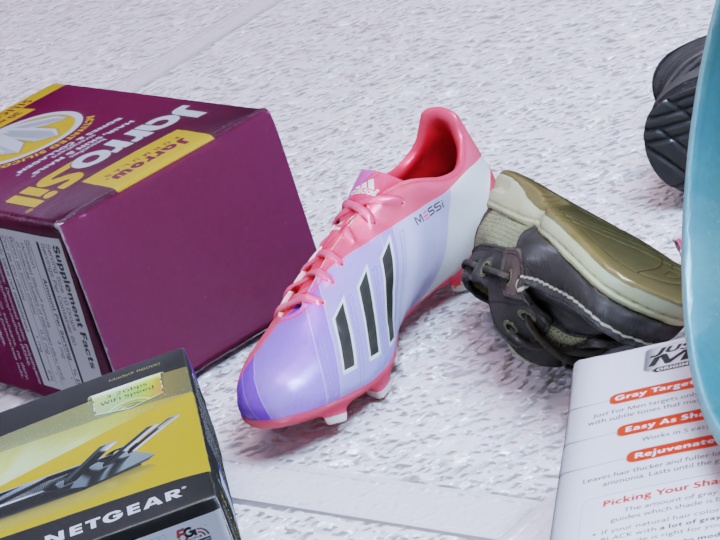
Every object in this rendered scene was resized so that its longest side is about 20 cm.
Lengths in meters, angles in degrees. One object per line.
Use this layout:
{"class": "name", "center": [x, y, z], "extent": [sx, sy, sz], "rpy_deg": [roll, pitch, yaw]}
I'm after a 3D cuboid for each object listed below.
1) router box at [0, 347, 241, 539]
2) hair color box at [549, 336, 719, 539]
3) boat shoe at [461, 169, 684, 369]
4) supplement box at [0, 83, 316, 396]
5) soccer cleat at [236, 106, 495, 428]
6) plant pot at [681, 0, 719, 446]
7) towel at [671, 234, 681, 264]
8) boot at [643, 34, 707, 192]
{"class": "router box", "center": [-0.148, 0.112, 1.041], "extent": [0.199, 0.052, 0.157], "rpy_deg": [-20, 21, -2]}
{"class": "hair color box", "center": [0.117, 0.089, 0.860], "extent": [0.101, 0.062, 0.200], "rpy_deg": [-13, 23, 15]}
{"class": "boat shoe", "center": [0.086, 0.010, 1.077], "extent": [0.066, 0.071, 0.201], "rpy_deg": [-63, 15, 6]}
{"class": "supplement box", "center": [-0.133, -0.015, 1.268], "extent": [0.131, 0.104, 0.199], "rpy_deg": [-31, 25, -32]}
{"class": "soccer cleat", "center": [0.000, 0.000, 1.155], "extent": [0.066, 0.077, 0.200], "rpy_deg": [-2, 27, 37]}
{"class": "plant pot", "center": [0.218, -0.029, 0.812], "extent": [0.187, 0.201, 0.200], "rpy_deg": [8, 19, -9]}
{"class": "towel", "center": [0.201, 0.004, 1.042], "extent": [0.145, 0.030, 0.200], "rpy_deg": [-15, 21, 8]}
{"class": "boot", "center": [0.228, -0.100, 1.227], "extent": [0.199, 0.070, 0.132], "rpy_deg": [-9, 18, 15]}
